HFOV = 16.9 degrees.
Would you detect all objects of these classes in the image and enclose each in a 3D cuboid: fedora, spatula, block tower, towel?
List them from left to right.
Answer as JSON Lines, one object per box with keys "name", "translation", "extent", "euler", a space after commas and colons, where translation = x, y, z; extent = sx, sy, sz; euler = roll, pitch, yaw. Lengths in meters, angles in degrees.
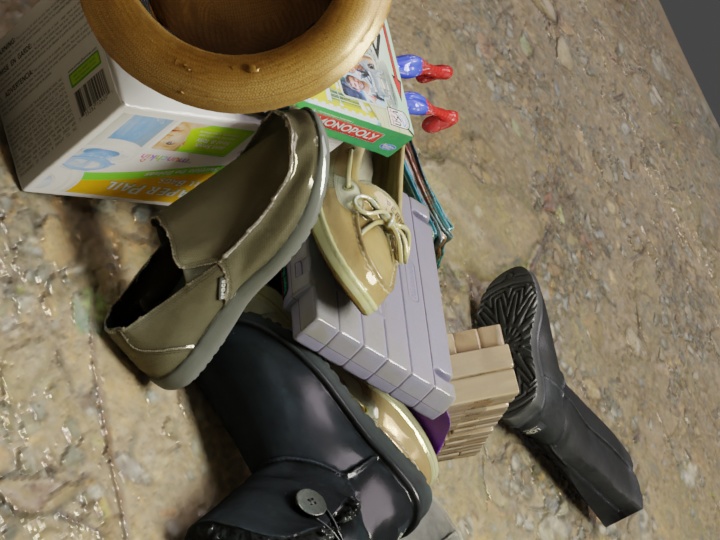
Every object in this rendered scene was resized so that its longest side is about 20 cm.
{"name": "fedora", "translation": [-0.072, -0.173, 1.466], "extent": [0.082, 0.199, 0.202], "euler": [73, -1, -69]}
{"name": "towel", "translation": [0.037, -0.076, 1.987], "extent": [0.200, 0.022, 0.147], "euler": [94, -26, -82]}
{"name": "spatula", "translation": [0.037, 0.125, 1.733], "extent": [0.056, 0.021, 0.200], "euler": [37, -18, 15]}
{"name": "block tower", "translation": [0.068, 0.092, 1.752], "extent": [0.200, 0.057, 0.054], "euler": [114, -35, -71]}

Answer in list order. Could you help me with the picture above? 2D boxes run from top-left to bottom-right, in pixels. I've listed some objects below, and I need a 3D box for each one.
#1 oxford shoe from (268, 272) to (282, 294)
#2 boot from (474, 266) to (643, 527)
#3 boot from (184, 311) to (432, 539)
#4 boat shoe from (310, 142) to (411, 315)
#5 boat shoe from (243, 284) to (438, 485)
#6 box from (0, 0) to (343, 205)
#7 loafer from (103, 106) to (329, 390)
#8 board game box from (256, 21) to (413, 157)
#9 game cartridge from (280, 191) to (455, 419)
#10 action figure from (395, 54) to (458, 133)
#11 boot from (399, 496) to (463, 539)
{"name": "oxford shoe", "translation": [-0.080, -0.038, 1.704], "extent": [0.200, 0.070, 0.074], "euler": [44, 36, -38]}
{"name": "boot", "translation": [0.181, 0.113, 2.159], "extent": [0.200, 0.065, 0.166], "euler": [41, 38, -40]}
{"name": "boot", "translation": [-0.062, 0.127, 1.525], "extent": [0.200, 0.077, 0.168], "euler": [44, 35, 6]}
{"name": "boat shoe", "translation": [0.006, -0.051, 1.610], "extent": [0.073, 0.063, 0.201], "euler": [55, 18, -30]}
{"name": "boat shoe", "translation": [-0.031, 0.096, 1.652], "extent": [0.200, 0.074, 0.067], "euler": [42, 36, -11]}
{"name": "box", "translation": [-0.121, -0.111, 1.552], "extent": [0.199, 0.112, 0.102], "euler": [4, 60, -46]}
{"name": "loafer", "translation": [-0.090, -0.018, 1.500], "extent": [0.069, 0.201, 0.075], "euler": [27, 11, -32]}
{"name": "board game box", "translation": [-0.040, -0.179, 1.578], "extent": [0.134, 0.029, 0.201], "euler": [15, 52, -42]}
{"name": "game cartridge", "translation": [0.000, 0.000, 1.653], "extent": [0.129, 0.038, 0.201], "euler": [27, 34, -26]}
{"name": "action figure", "translation": [0.000, -0.144, 1.820], "extent": [0.200, 0.051, 0.066], "euler": [13, 72, -56]}
{"name": "boot", "translation": [0.029, 0.232, 1.662], "extent": [0.183, 0.072, 0.200], "euler": [67, 14, 9]}
